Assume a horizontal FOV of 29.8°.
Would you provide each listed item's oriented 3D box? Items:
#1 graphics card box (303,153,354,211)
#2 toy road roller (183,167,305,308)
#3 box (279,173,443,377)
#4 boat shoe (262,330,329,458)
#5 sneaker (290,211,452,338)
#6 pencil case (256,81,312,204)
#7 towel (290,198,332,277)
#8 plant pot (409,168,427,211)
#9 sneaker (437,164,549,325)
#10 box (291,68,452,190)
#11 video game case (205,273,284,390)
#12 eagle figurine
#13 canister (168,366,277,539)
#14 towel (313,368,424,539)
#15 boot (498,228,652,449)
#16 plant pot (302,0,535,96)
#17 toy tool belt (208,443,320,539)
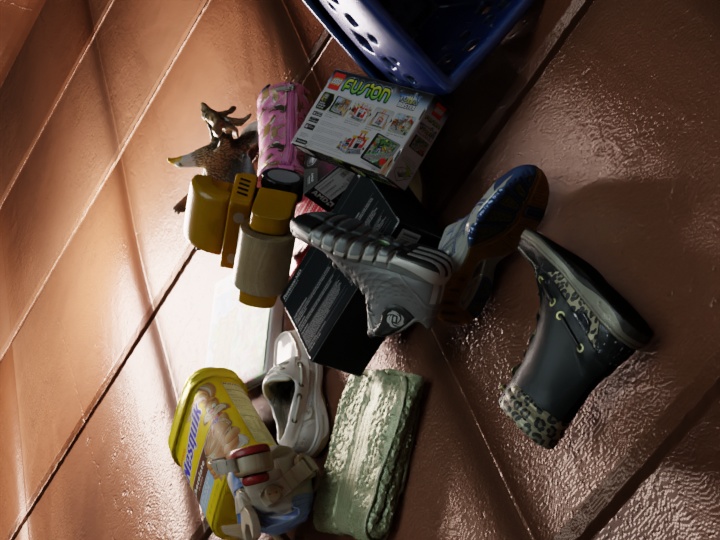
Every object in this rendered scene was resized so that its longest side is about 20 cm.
[{"bbox_3d":[0.011,-0.177,1.710,0.200,0.051,0.126,-38,34,30],"label":"graphics card box"},{"bbox_3d":[-0.154,-0.052,1.709,0.200,0.146,0.123,-87,7,-64],"label":"toy road roller"},{"bbox_3d":[0.000,0.000,1.585,0.200,0.079,0.141,-58,35,19],"label":"box"},{"bbox_3d":[-0.089,0.144,1.704,0.071,0.069,0.200,-53,33,29],"label":"boat shoe"},{"bbox_3d":[0.001,0.014,1.468,0.200,0.075,0.116,21,116,30],"label":"sneaker"},{"bbox_3d":[-0.105,-0.175,1.866,0.083,0.087,0.200,-20,43,18],"label":"pencil case"},{"bbox_3d":[-0.072,-0.087,1.841,0.145,0.022,0.200,-59,25,17],"label":"towel"},{"bbox_3d":[0.025,-0.049,1.679,0.200,0.027,0.200,-35,45,45],"label":"plant pot"},{"bbox_3d":[0.125,-0.041,1.463,0.200,0.075,0.088,-57,32,20],"label":"sneaker"},{"bbox_3d":[0.009,-0.168,1.578,0.200,0.035,0.110,26,83,51],"label":"box"},{"bbox_3d":[-0.165,0.081,1.913,0.182,0.022,0.200,-30,49,48],"label":"video game case"},{"bbox_3d":[-0.223,-0.152,2.079,0.152,0.151,0.200,-45,-37,-54],"label":"eagle figurine"},{"bbox_3d":[-0.175,0.237,1.761,0.200,0.086,0.149,48,125,55],"label":"canister"},{"bbox_3d":[0.006,0.208,1.545,0.148,0.036,0.200,-4,69,59],"label":"towel"},{"bbox_3d":[0.177,0.061,1.309,0.154,0.073,0.204,-56,36,14],"label":"boot"},{"bbox_3d":[0.059,-0.326,1.578,0.200,0.200,0.180,-49,18,-18],"label":"plant pot"},{"bbox_3d":[-0.103,0.268,1.560,0.200,0.125,0.123,74,-179,-78],"label":"toy tool belt"}]
